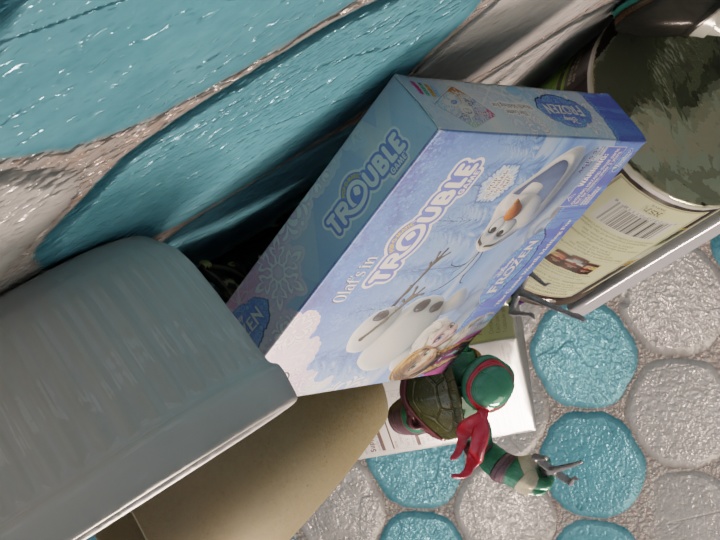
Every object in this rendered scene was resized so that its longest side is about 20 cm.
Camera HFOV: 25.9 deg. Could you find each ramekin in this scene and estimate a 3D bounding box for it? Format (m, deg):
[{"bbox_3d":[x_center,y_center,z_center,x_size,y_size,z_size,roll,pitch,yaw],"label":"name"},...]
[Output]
[{"bbox_3d":[-0.138,0.069,0.732,0.199,0.106,0.200,-32,177,-2],"label":"ramekin"}]

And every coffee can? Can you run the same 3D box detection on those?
[{"bbox_3d":[0.171,-0.076,1.103,0.146,0.147,0.200,-30,175,-33],"label":"coffee can"}]

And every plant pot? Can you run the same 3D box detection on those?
[{"bbox_3d":[-0.087,0.113,1.053,0.199,0.188,0.187,-30,176,-22],"label":"plant pot"}]

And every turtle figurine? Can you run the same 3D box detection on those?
[{"bbox_3d":[0.069,0.069,1.016,0.100,0.151,0.200,0,180,-25],"label":"turtle figurine"}]

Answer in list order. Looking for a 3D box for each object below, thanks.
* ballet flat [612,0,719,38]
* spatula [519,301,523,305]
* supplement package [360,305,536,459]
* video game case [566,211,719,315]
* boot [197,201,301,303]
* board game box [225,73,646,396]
[{"bbox_3d":[0.255,-0.187,0.971,0.199,0.069,0.068,-33,177,10],"label":"ballet flat"},{"bbox_3d":[0.195,-0.033,1.360,0.200,0.021,0.057,-43,-159,17],"label":"spatula"},{"bbox_3d":[0.027,0.065,1.212,0.198,0.110,0.114,-11,-137,8],"label":"supplement package"},{"bbox_3d":[0.219,-0.088,1.221,0.022,0.184,0.200,14,144,-37],"label":"video game case"},{"bbox_3d":[-0.046,0.001,0.908,0.199,0.074,0.150,-32,177,42],"label":"boot"},{"bbox_3d":[0.034,-0.014,0.847,0.198,0.043,0.200,-3,139,-50],"label":"board game box"}]
